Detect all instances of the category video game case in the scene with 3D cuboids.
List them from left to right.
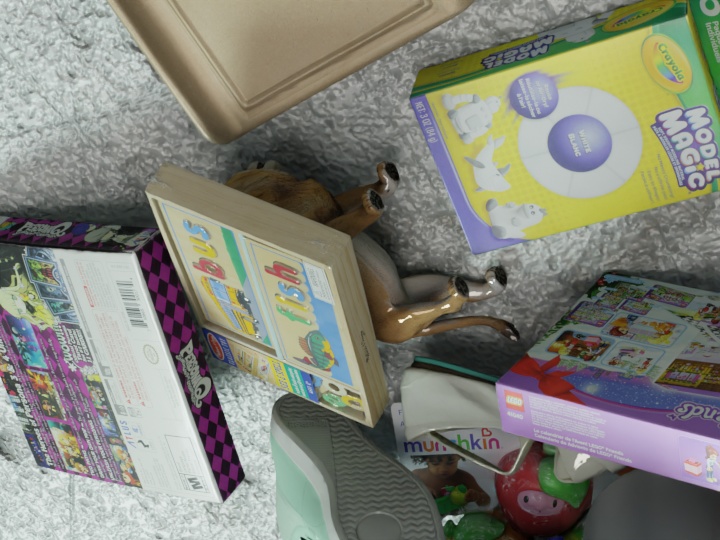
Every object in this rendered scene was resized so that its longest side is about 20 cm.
[{"bbox_3d":[-0.182,0.059,1.078,0.180,0.036,0.201,4,123,34],"label":"video game case"}]

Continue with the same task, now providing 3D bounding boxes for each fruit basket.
[{"bbox_3d":[0.121,0.180,1.084,0.184,0.094,0.201,-3,116,14],"label":"fruit basket"}]

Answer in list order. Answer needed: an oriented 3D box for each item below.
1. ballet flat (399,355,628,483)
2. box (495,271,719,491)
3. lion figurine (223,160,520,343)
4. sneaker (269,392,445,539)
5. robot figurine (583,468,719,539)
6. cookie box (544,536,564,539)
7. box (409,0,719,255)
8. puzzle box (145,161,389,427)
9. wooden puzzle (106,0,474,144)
[{"bbox_3d":[0.117,0.103,1.014,0.199,0.069,0.070,9,123,23],"label":"ballet flat"},{"bbox_3d":[0.198,0.066,0.928,0.199,0.137,0.039,13,127,37],"label":"box"},{"bbox_3d":[0.000,0.000,1.016,0.122,0.073,0.200,-30,114,33],"label":"lion figurine"},{"bbox_3d":[-0.001,0.182,1.072,0.073,0.201,0.119,-15,128,-20],"label":"sneaker"},{"bbox_3d":[0.189,0.194,0.944,0.113,0.200,0.170,34,119,-10],"label":"robot figurine"},{"bbox_3d":[0.045,0.251,0.981,0.170,0.200,0.076,-17,96,18],"label":"cookie box"},{"bbox_3d":[0.142,-0.089,0.944,0.199,0.048,0.118,-16,116,19],"label":"box"},{"bbox_3d":[-0.055,0.020,0.993,0.132,0.026,0.201,22,153,22],"label":"puzzle box"},{"bbox_3d":[-0.056,-0.194,0.936,0.199,0.037,0.186,-28,111,21],"label":"wooden puzzle"}]
